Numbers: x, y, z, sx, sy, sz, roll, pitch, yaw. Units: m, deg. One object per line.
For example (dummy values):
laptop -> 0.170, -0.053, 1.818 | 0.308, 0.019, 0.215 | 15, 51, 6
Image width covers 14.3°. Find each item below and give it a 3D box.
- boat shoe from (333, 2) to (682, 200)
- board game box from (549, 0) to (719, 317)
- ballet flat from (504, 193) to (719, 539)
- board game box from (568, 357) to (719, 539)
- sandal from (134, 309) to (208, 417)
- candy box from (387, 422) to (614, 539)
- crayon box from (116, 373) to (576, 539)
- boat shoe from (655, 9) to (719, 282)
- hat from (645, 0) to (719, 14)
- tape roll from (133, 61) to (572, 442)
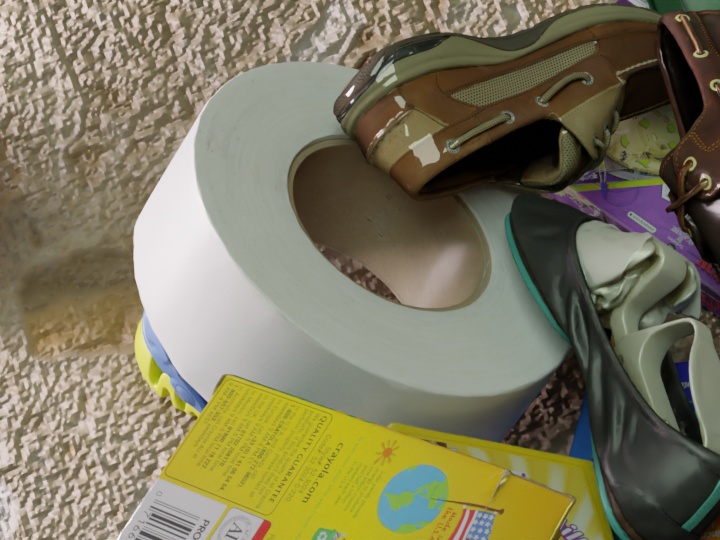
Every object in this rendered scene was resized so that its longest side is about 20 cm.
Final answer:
boat shoe -> 0.080, -0.069, 1.334 | 0.199, 0.076, 0.074 | -13, 63, -34
board game box -> 0.173, -0.051, 1.392 | 0.120, 0.032, 0.200 | -41, 60, -18
ballet flat -> 0.123, 0.031, 1.253 | 0.068, 0.068, 0.201 | -39, 49, 26
board game box -> 0.150, 0.129, 1.237 | 0.151, 0.045, 0.201 | -9, 48, 35
sandal -> -0.036, 0.058, 1.338 | 0.199, 0.087, 0.080 | 33, 69, 24
candy box -> 0.068, 0.148, 1.175 | 0.102, 0.026, 0.201 | 14, 38, -23
crayon box -> -0.009, 0.126, 1.141 | 0.199, 0.051, 0.127 | 17, 66, 44
boat shoe -> 0.167, -0.041, 1.287 | 0.070, 0.071, 0.201 | 8, 43, -9
hat -> 0.211, -0.200, 1.365 | 0.199, 0.177, 0.166 | 1, 51, 3
tape roll -> 0.000, 0.000, 1.309 | 0.201, 0.071, 0.203 | 20, 40, -18
